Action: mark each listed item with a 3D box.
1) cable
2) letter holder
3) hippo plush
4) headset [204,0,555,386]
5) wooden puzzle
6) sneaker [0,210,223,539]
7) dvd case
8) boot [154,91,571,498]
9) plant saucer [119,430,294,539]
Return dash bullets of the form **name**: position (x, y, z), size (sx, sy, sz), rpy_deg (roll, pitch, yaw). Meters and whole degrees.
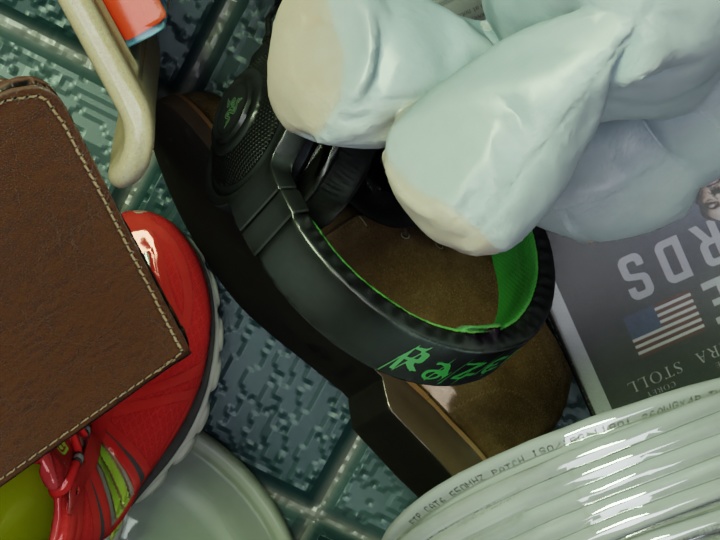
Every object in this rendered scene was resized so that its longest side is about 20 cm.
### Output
- **cable**: position (0.105, 0.099, 0.792), size (0.200, 0.200, 0.069), rpy_deg (-28, 71, 18)
- **letter holder**: position (-0.179, 0.014, 0.691), size (0.200, 0.101, 0.142), rpy_deg (-36, 138, -12)
- **hippo plush**: position (0.078, -0.092, 0.705), size (0.200, 0.161, 0.159), rpy_deg (-36, 68, 16)
- **headset**: position (0.005, -0.057, 0.764), size (0.094, 0.123, 0.200), rpy_deg (-46, 61, 36)
- **wooden puzzle**: position (-0.104, -0.138, 0.724), size (0.037, 0.185, 0.200), rpy_deg (-23, 104, 1)
- **sneaker**: position (-0.108, 0.065, 0.801), size (0.077, 0.085, 0.200), rpy_deg (21, 74, 7)
- **dvd case**: position (0.124, -0.045, 0.819), size (0.150, 0.025, 0.200), rpy_deg (-24, 94, 5)
- **boot**: position (0.000, 0.000, 0.835), size (0.075, 0.074, 0.200), rpy_deg (-44, 99, -19)
- **plant saucer**: position (-0.120, 0.148, 0.870), size (0.200, 0.050, 0.200), rpy_deg (0, 105, -1)
